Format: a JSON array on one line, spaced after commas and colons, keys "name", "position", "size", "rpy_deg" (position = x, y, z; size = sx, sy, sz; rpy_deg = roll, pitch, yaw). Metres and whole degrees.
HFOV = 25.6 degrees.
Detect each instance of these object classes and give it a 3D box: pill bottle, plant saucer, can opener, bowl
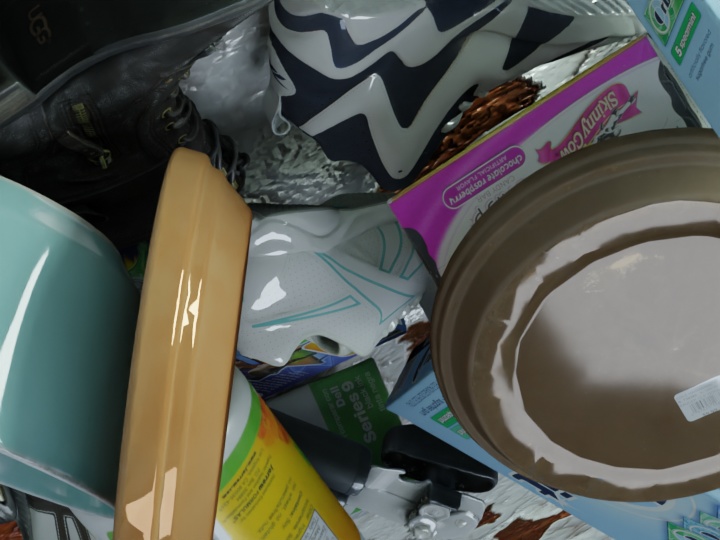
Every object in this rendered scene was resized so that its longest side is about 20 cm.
[{"name": "pill bottle", "position": [-0.062, 0.149, 0.853], "size": [0.111, 0.111, 0.201], "rpy_deg": [-31, 122, 4]}, {"name": "plant saucer", "position": [0.129, 0.030, 0.679], "size": [0.198, 0.030, 0.201], "rpy_deg": [-2, 127, -3]}, {"name": "plant saucer", "position": [-0.072, 0.051, 0.655], "size": [0.037, 0.201, 0.201], "rpy_deg": [6, 147, -3]}, {"name": "can opener", "position": [-0.015, 0.110, 0.929], "size": [0.199, 0.067, 0.053], "rpy_deg": [19, 140, -17]}, {"name": "bowl", "position": [-0.173, 0.020, 0.665], "size": [0.201, 0.199, 0.106], "rpy_deg": [52, 55, -63]}]

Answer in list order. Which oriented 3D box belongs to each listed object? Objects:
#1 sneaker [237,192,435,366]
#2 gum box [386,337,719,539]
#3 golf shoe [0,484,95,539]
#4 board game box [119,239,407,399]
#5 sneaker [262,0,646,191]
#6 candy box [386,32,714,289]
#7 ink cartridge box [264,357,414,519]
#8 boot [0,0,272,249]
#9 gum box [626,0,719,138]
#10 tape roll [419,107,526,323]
[{"name": "sneaker", "position": [0.000, 0.000, 0.817], "size": [0.199, 0.081, 0.070], "rpy_deg": [-10, -172, -44]}, {"name": "gum box", "position": [0.125, 0.092, 0.857], "size": [0.045, 0.199, 0.170], "rpy_deg": [-61, -176, -18]}, {"name": "golf shoe", "position": [-0.151, 0.142, 0.875], "size": [0.094, 0.201, 0.078], "rpy_deg": [-34, -167, -13]}, {"name": "board game box", "position": [-0.083, 0.030, 0.868], "size": [0.135, 0.035, 0.200], "rpy_deg": [-26, 157, 27]}, {"name": "sneaker", "position": [0.041, -0.100, 0.749], "size": [0.198, 0.080, 0.130], "rpy_deg": [-14, 152, -28]}, {"name": "candy box", "position": [0.105, -0.056, 0.753], "size": [0.136, 0.061, 0.200], "rpy_deg": [-32, -179, 19]}, {"name": "ink cartridge box", "position": [-0.076, 0.142, 1.013], "size": [0.199, 0.085, 0.146], "rpy_deg": [-21, 169, -16]}, {"name": "boot", "position": [-0.088, -0.077, 0.686], "size": [0.199, 0.070, 0.174], "rpy_deg": [-22, 155, 11]}, {"name": "gum box", "position": [0.166, -0.162, 0.625], "size": [0.169, 0.201, 0.045], "rpy_deg": [-19, 152, -17]}, {"name": "tape roll", "position": [0.124, -0.024, 0.969], "size": [0.201, 0.071, 0.203], "rpy_deg": [-22, 153, -12]}]
